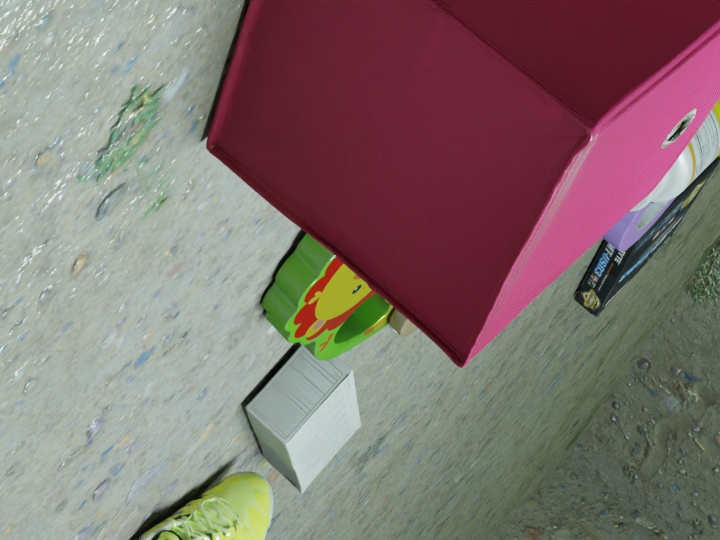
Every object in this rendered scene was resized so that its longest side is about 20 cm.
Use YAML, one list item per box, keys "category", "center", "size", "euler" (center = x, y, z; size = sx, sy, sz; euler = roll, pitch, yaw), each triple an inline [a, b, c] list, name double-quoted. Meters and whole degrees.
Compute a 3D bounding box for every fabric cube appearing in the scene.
- category: "fabric cube"
  center: [0.070, -0.113, 1.008]
  size: [0.199, 0.200, 0.197]
  euler: [-39, 164, -39]

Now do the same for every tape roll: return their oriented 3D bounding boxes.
- category: "tape roll"
  center: [0.337, -0.120, 2.189]
  size: [0.200, 0.066, 0.200]
  euler: [-47, 166, -15]

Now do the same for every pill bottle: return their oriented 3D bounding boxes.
- category: "pill bottle"
  center: [0.319, -0.145, 1.959]
  size: [0.200, 0.109, 0.110]
  euler: [-41, 164, -36]

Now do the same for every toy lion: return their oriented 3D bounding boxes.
- category: "toy lion"
  center: [0.000, 0.000, 1.408]
  size: [0.191, 0.069, 0.201]
  euler: [-32, 158, -36]

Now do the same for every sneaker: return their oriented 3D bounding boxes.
- category: "sneaker"
  center: [-0.134, 0.225, 1.520]
  size: [0.200, 0.075, 0.077]
  euler: [-42, 165, -39]

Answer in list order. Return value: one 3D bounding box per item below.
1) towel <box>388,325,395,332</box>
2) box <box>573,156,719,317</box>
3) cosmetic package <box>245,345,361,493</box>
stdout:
- category: "towel"
  center: [0.099, -0.040, 1.680]
  size: [0.149, 0.031, 0.201]
  euler: [-40, 163, -41]
- category: "box"
  center: [0.386, -0.056, 2.566]
  size: [0.200, 0.050, 0.199]
  euler: [-42, 163, -32]
- category: "cosmetic package"
  center: [-0.046, 0.122, 1.588]
  size: [0.083, 0.051, 0.200]
  euler: [-46, 166, -12]
